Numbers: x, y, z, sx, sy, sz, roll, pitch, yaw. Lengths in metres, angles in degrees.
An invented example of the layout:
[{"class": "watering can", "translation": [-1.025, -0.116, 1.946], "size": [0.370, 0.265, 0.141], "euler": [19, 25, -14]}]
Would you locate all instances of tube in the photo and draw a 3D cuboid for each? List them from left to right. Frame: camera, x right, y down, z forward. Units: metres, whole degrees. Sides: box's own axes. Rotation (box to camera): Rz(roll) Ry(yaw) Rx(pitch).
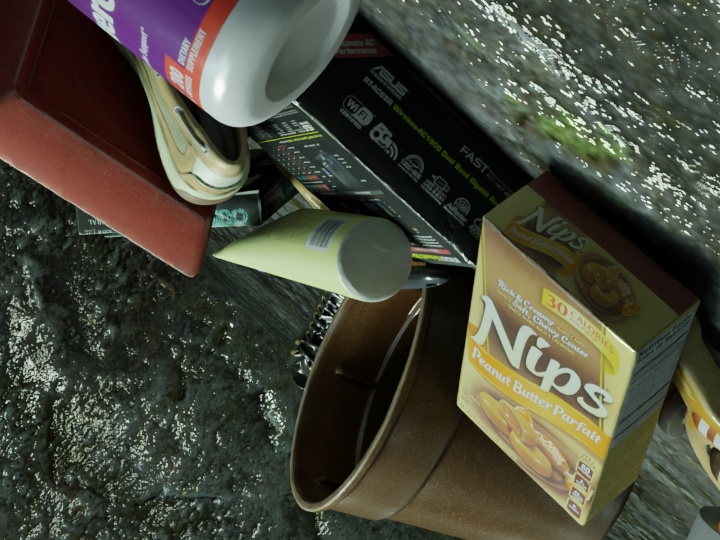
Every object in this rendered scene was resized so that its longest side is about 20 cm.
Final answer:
[{"class": "tube", "translation": [-0.030, -0.016, 1.006], "size": [0.058, 0.052, 0.200], "euler": [18, 178, -26]}]

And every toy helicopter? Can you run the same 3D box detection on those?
[{"class": "toy helicopter", "translation": [0.206, 0.079, 0.916], "size": [0.201, 0.079, 0.132], "euler": [57, 172, -26]}]

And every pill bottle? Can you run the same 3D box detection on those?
[{"class": "pill bottle", "translation": [-0.101, -0.169, 0.768], "size": [0.200, 0.113, 0.113], "euler": [38, 172, 12]}]

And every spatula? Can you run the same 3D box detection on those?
[{"class": "spatula", "translation": [0.000, 0.000, 1.041], "size": [0.056, 0.021, 0.200], "euler": [3, -177, -32]}]

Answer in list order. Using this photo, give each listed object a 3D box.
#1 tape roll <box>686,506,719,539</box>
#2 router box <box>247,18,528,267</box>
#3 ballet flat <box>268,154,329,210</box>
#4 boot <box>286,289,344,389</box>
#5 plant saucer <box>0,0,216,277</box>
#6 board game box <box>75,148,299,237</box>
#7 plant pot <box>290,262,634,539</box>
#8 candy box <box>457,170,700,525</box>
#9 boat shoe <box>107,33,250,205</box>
[{"class": "tape roll", "translation": [0.298, 0.226, 0.997], "size": [0.199, 0.067, 0.200], "euler": [23, -173, -3]}, {"class": "router box", "translation": [0.006, -0.074, 0.962], "size": [0.150, 0.062, 0.200], "euler": [43, 172, -13]}, {"class": "ballet flat", "translation": [0.007, -0.045, 1.127], "size": [0.200, 0.069, 0.063], "euler": [43, 157, -28]}, {"class": "boot", "translation": [-0.020, 0.039, 1.422], "size": [0.077, 0.139, 0.200], "euler": [37, 170, 18]}, {"class": "plant saucer", "translation": [-0.152, -0.128, 1.004], "size": [0.037, 0.201, 0.199], "euler": [-23, 135, 39]}, {"class": "board game box", "translation": [-0.115, -0.062, 1.159], "size": [0.134, 0.028, 0.200], "euler": [-3, -167, 11]}, {"class": "plant pot", "translation": [0.081, 0.104, 1.097], "size": [0.197, 0.201, 0.200], "euler": [22, 177, -17]}, {"class": "candy box", "translation": [0.118, 0.050, 0.895], "size": [0.115, 0.055, 0.201], "euler": [43, 154, 25]}, {"class": "boat shoe", "translation": [-0.109, -0.145, 0.954], "size": [0.201, 0.071, 0.076], "euler": [66, 157, 8]}]
